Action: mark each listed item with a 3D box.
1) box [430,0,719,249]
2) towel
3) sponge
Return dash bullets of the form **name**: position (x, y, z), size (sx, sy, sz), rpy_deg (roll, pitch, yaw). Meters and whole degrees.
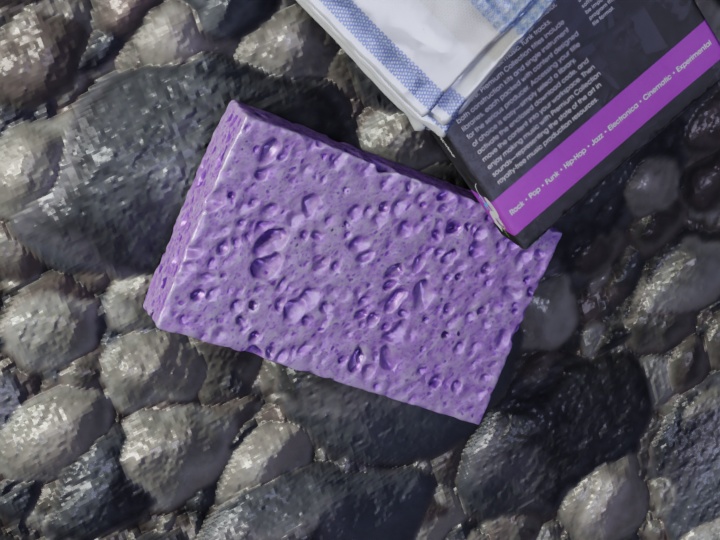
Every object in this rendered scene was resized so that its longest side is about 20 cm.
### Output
- **box**: position (0.075, -0.132, 0.927), size (0.143, 0.036, 0.201), rpy_deg (-39, 115, -7)
- **towel**: position (0.048, -0.180, 0.873), size (0.147, 0.024, 0.200), rpy_deg (42, 85, -21)
- **sponge**: position (0.000, 0.000, 0.963), size (0.199, 0.030, 0.112), rpy_deg (19, 102, -31)
